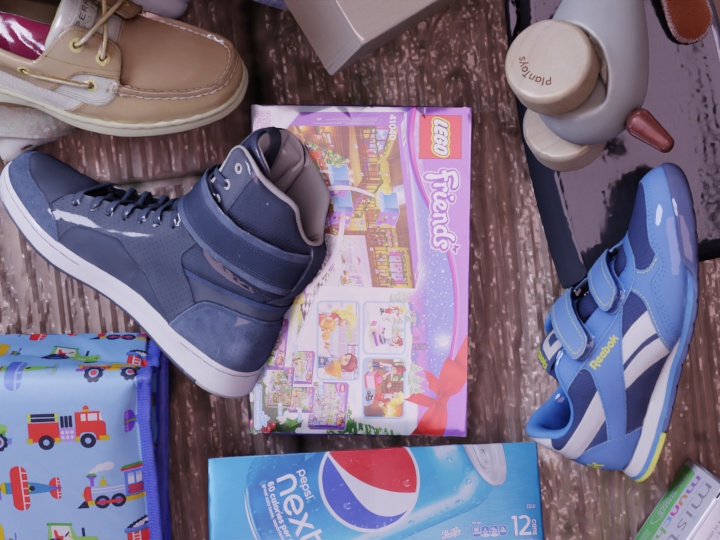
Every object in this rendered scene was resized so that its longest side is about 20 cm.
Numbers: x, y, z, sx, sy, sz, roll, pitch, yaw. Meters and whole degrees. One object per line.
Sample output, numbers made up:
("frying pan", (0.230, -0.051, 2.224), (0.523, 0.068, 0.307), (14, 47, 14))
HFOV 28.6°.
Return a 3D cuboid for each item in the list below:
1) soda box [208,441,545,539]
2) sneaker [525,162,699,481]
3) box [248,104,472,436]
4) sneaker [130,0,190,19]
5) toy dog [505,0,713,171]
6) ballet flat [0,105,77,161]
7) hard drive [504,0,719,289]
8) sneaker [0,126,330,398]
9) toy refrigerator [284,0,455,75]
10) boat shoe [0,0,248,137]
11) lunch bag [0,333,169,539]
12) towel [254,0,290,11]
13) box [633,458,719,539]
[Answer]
("soda box", (0.009, 0.143, 0.856), (0.197, 0.068, 0.065), (-4, 77, 1))
("sneaker", (0.149, 0.032, 0.825), (0.081, 0.074, 0.202), (9, 115, 3))
("box", (0.000, 0.000, 0.869), (0.135, 0.039, 0.203), (1, 93, 2))
("sneaker", (-0.134, -0.249, 0.845), (0.087, 0.081, 0.202), (-26, 100, 1))
("toy dog", (0.159, -0.142, 0.784), (0.096, 0.132, 0.202), (26, 102, 23))
("ballet flat", (-0.236, -0.097, 0.868), (0.197, 0.068, 0.063), (1, 123, 4))
("hard drive", (0.165, -0.098, 0.859), (0.133, 0.042, 0.203), (-11, 93, 2))
("sneaker", (-0.109, -0.043, 0.820), (0.202, 0.077, 0.147), (37, 118, 9))
("toy refrigerator", (0.049, -0.198, 0.815), (0.199, 0.070, 0.076), (-34, 93, -20))
("boat shoe", (-0.163, -0.127, 0.799), (0.197, 0.067, 0.075), (6, 59, 1))
("lunch bag", (-0.192, 0.147, 0.857), (0.148, 0.094, 0.203), (0, 102, -1))
("towel", (-0.062, -0.230, 0.796), (0.024, 0.199, 0.149), (14, 95, 36))
("box", (0.221, 0.250, 0.848), (0.175, 0.097, 0.201), (33, 93, -1))
